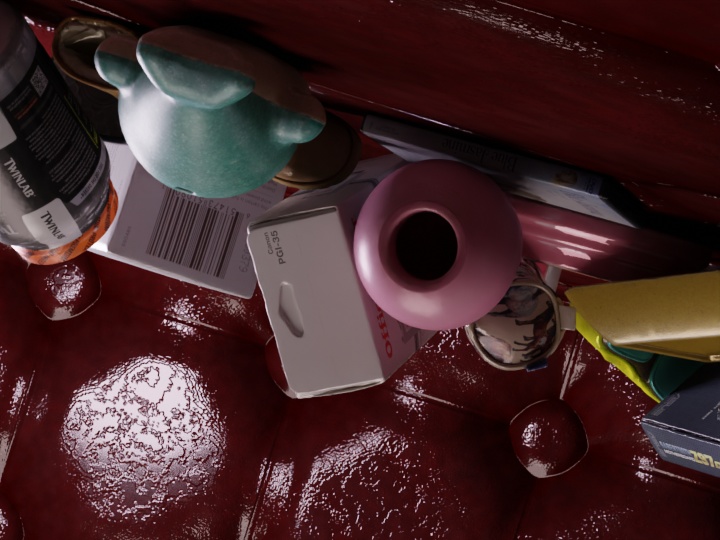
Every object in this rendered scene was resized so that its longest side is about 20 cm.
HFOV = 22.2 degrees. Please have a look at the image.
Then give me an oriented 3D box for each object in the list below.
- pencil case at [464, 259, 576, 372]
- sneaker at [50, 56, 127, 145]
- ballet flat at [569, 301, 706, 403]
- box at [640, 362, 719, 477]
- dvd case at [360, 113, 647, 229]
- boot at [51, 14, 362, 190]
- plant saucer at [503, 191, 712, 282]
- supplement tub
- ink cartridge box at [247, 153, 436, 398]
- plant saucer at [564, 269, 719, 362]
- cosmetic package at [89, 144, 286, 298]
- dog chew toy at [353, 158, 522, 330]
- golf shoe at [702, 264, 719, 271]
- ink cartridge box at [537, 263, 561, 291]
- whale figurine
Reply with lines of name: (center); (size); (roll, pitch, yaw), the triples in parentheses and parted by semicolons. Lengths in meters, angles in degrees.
pencil case: (0.131, 0.032, 1.583); (0.089, 0.078, 0.200); (9, -172, -1)
sneaker: (-0.168, -0.128, 1.579); (0.201, 0.077, 0.146); (16, 176, 5)
ballet flat: (0.246, 0.065, 1.630); (0.067, 0.067, 0.200); (29, 176, 42)
box: (0.362, 0.099, 1.587); (0.051, 0.200, 0.158); (57, 163, -19)
dvd case: (0.112, -0.074, 1.404); (0.199, 0.018, 0.143); (17, 177, 22)
boot: (-0.112, -0.123, 1.379); (0.174, 0.067, 0.200); (17, 177, 25)
plant saucer: (0.194, -0.020, 1.550); (0.199, 0.051, 0.201); (14, -178, 0)
supplement tub: (-0.276, -0.105, 1.446); (0.122, 0.123, 0.200); (16, 148, 38)
ink cartridge box: (0.000, 0.000, 1.470); (0.082, 0.147, 0.200); (-11, -168, 24)
plant saucer: (0.298, 0.040, 1.478); (0.199, 0.049, 0.199); (-9, 166, 44)
cosmetic package: (-0.192, -0.082, 1.815); (0.164, 0.166, 0.200); (19, 177, -31)
dog chew toy: (0.068, -0.020, 1.389); (0.124, 0.125, 0.200); (17, -174, 14)
golf shoe: (0.294, 0.014, 1.671); (0.075, 0.092, 0.199); (41, 145, -26)
ink cartridge box: (0.100, -0.031, 1.825); (0.199, 0.085, 0.146); (16, 179, 10)
whale figurine: (-0.103, -0.104, 1.200); (0.158, 0.104, 0.200); (18, 178, 0)
